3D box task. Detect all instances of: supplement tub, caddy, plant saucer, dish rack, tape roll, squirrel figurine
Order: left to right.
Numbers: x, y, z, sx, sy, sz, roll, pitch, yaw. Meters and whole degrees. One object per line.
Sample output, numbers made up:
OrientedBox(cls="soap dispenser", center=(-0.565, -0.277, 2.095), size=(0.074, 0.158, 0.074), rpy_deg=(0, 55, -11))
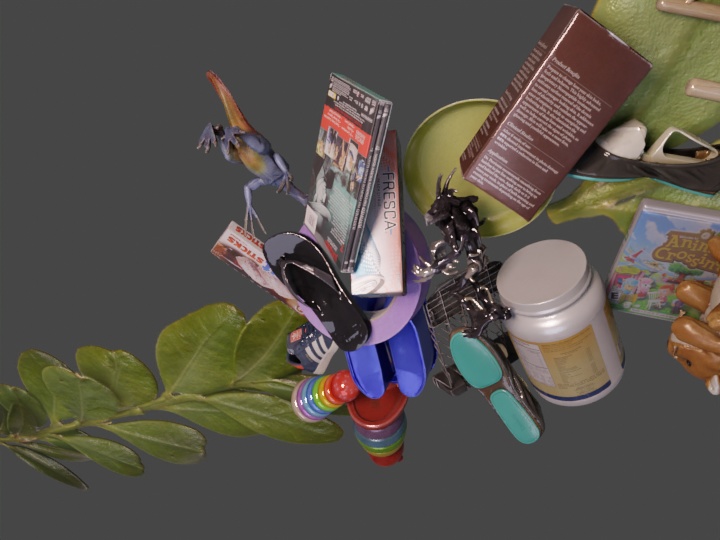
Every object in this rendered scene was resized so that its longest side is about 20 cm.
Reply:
OrientedBox(cls="tape roll", center=(0.000, 0.000, 0.830), size=(0.195, 0.065, 0.206), rpy_deg=(4, 101, 19))
OrientedBox(cls="caddy", center=(0.048, 0.109, 0.943), size=(0.138, 0.105, 0.204), rpy_deg=(-6, 112, 18))
OrientedBox(cls="dish rack", center=(0.166, 0.083, 0.877), size=(0.151, 0.054, 0.203), rpy_deg=(-28, 119, -13))
OrientedBox(cls="plant saucer", center=(0.153, -0.132, 0.751), size=(0.195, 0.031, 0.203), rpy_deg=(8, 132, 9))
OrientedBox(cls="supplement tub", center=(0.278, 0.073, 0.813), size=(0.142, 0.146, 0.202), rpy_deg=(-13, 125, 27))
OrientedBox(cls="squirrel figurine", center=(0.492, 0.081, 0.732), size=(0.195, 0.143, 0.189), rpy_deg=(10, 140, 11))

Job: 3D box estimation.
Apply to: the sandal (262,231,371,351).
OrientedBox(cls="sandal", center=(-0.060, 0.024, 0.799), size=(0.200, 0.043, 0.076), rpy_deg=(47, 112, 7))

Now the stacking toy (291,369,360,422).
OrientedBox(cls="stacking toy", center=(-0.056, 0.220, 1.061), size=(0.084, 0.087, 0.200), rpy_deg=(32, 147, -12))

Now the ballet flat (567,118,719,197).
OrientedBox(cls="ballet flat", center=(0.329, -0.136, 0.672), size=(0.195, 0.069, 0.070), rpy_deg=(7, 124, -2))

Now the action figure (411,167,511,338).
OrientedBox(cls="action figure", center=(0.118, -0.019, 0.739), size=(0.101, 0.118, 0.204), rpy_deg=(-16, 97, 37))

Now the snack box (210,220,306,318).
OrientedBox(cls="snack box", center=(-0.150, 0.002, 0.970), size=(0.198, 0.025, 0.072), rpy_deg=(36, 132, -15))

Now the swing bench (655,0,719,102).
OrientedBox(cls="swing bench", center=(0.386, -0.202, 0.496), size=(0.197, 0.201, 0.131), rpy_deg=(26, 134, -7))

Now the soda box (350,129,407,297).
OrientedBox(cls="soda box", center=(0.021, -0.070, 0.738), size=(0.067, 0.206, 0.064), rpy_deg=(-3, 173, 9))

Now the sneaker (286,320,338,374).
OrientedBox(cls="sneaker", center=(-0.082, 0.112, 1.006), size=(0.082, 0.076, 0.202), rpy_deg=(13, 134, -11))

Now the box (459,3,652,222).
OrientedBox(cls="box", center=(0.203, -0.169, 0.639), size=(0.099, 0.075, 0.201), rpy_deg=(30, 118, -11))

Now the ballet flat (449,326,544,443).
OrientedBox(cls="ballet flat", center=(0.195, 0.153, 0.832), size=(0.067, 0.068, 0.202), rpy_deg=(-29, 100, 35))

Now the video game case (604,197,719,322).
OrientedBox(cls="video game case", center=(0.445, 0.000, 0.778), size=(0.195, 0.022, 0.185), rpy_deg=(11, 133, 8))

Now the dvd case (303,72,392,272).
OrientedBox(cls="dvd case", center=(-0.022, -0.121, 0.708), size=(0.022, 0.146, 0.204), rpy_deg=(2, 115, -27))

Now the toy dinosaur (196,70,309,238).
OrientedBox(cls="toy dinosaur", center=(-0.120, -0.152, 0.795), size=(0.103, 0.206, 0.180), rpy_deg=(-5, 169, 34))

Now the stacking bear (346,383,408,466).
OrientedBox(cls="stacking bear", center=(0.042, 0.306, 1.127), size=(0.118, 0.115, 0.203), rpy_deg=(3, 136, 15))
